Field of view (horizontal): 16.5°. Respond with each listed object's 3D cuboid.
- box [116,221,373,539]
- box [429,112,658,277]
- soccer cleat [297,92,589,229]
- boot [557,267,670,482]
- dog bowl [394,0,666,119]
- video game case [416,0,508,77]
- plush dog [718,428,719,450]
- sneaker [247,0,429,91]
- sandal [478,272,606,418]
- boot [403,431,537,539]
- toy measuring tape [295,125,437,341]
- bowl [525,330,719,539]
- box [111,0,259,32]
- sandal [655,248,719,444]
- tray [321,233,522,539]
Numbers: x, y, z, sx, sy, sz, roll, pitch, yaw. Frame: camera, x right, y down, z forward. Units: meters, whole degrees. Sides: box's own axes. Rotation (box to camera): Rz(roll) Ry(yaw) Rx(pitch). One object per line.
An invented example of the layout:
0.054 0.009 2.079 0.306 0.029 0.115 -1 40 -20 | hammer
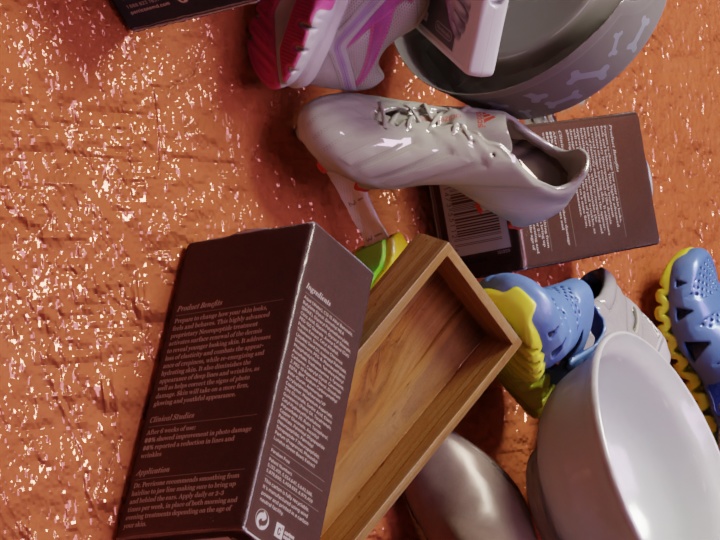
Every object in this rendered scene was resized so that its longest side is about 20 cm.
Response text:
-0.066 0.078 1.462 0.075 0.100 0.201 38 54 -44 | box
0.132 -0.054 1.781 0.200 0.075 0.101 -9 89 -53 | box
0.055 -0.082 1.604 0.199 0.078 0.070 15 54 -27 | soccer cleat
0.160 0.086 1.816 0.096 0.073 0.200 51 39 -20 | boot
0.117 -0.189 1.646 0.059 0.199 0.201 40 52 -44 | dog bowl
0.054 -0.244 1.588 0.023 0.200 0.183 1 114 -23 | video game case
0.242 0.221 1.829 0.160 0.200 0.172 43 29 4 | plush dog
0.007 -0.200 1.570 0.088 0.081 0.201 13 114 -37 | sneaker
0.122 0.034 1.685 0.080 0.087 0.200 48 -4 13 | sandal
0.083 0.198 1.601 0.200 0.070 0.146 53 13 -9 | boot
0.000 0.000 1.608 0.074 0.073 0.201 -37 102 -51 | toy measuring tape
0.174 0.150 1.685 0.201 0.090 0.202 42 35 -39 | bowl
-0.116 -0.270 1.466 0.200 0.107 0.149 57 42 -28 | box
0.296 0.075 1.970 0.079 0.087 0.201 -34 108 -50 | sandal
0.008 0.084 1.549 0.200 0.037 0.099 -50 126 -17 | tray
